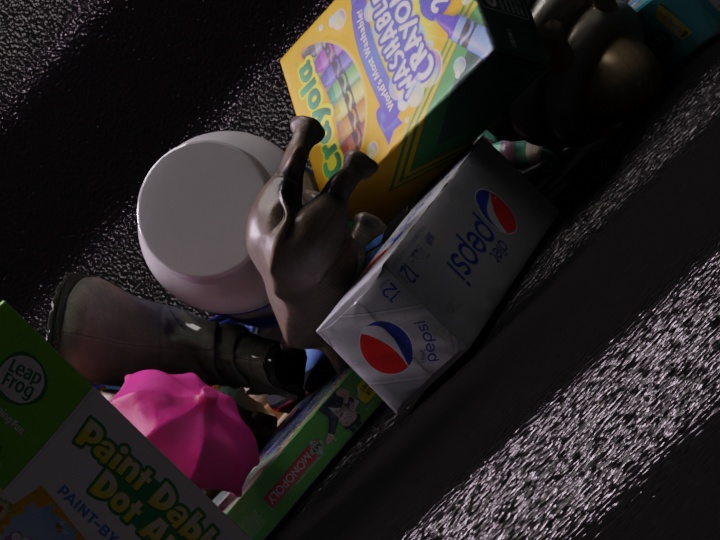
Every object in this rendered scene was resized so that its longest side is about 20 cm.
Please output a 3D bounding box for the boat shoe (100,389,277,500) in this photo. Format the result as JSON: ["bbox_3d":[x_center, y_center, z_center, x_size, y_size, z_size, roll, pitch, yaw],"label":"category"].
[{"bbox_3d":[-0.105,0.115,1.499,0.200,0.071,0.069,22,-103,-64],"label":"boat shoe"}]

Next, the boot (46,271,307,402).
[{"bbox_3d":[-0.107,0.046,1.473,0.200,0.130,0.068,19,-101,-73],"label":"boot"}]

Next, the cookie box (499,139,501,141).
[{"bbox_3d":[0.086,-0.185,1.771,0.075,0.172,0.200,-16,-23,-19],"label":"cookie box"}]

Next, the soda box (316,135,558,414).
[{"bbox_3d":[0.047,-0.001,1.356,0.063,0.068,0.200,-44,4,30],"label":"soda box"}]

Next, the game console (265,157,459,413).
[{"bbox_3d":[0.000,0.000,1.575,0.200,0.031,0.178,-30,43,61],"label":"game console"}]

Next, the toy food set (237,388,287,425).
[{"bbox_3d":[-0.110,0.134,1.741,0.200,0.060,0.143,-48,4,-36],"label":"toy food set"}]

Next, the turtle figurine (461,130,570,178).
[{"bbox_3d":[0.074,-0.069,1.641,0.201,0.100,0.150,-54,0,-6],"label":"turtle figurine"}]

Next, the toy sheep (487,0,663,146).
[{"bbox_3d":[0.107,-0.147,1.521,0.138,0.199,0.139,-33,-42,-37],"label":"toy sheep"}]

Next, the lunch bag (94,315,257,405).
[{"bbox_3d":[-0.144,0.123,1.865,0.200,0.094,0.151,-35,-31,-37],"label":"lunch bag"}]

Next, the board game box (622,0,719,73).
[{"bbox_3d":[0.226,-0.192,1.593,0.151,0.047,0.200,-48,4,-22],"label":"board game box"}]

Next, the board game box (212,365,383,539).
[{"bbox_3d":[-0.066,0.140,1.422,0.200,0.029,0.135,-48,4,-27],"label":"board game box"}]

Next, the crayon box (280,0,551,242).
[{"bbox_3d":[0.021,-0.117,1.454,0.051,0.126,0.200,11,-41,-38],"label":"crayon box"}]

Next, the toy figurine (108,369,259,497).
[{"bbox_3d":[-0.141,0.139,1.372,0.183,0.151,0.200,-33,-22,-5],"label":"toy figurine"}]

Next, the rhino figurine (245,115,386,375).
[{"bbox_3d":[-0.025,-0.001,1.376,0.200,0.059,0.088,78,-146,-62],"label":"rhino figurine"}]

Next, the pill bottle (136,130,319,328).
[{"bbox_3d":[-0.075,-0.026,1.477,0.112,0.112,0.200,-45,-12,4],"label":"pill bottle"}]

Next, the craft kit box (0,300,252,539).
[{"bbox_3d":[-0.182,0.155,1.237,0.198,0.200,0.049,-47,4,-10],"label":"craft kit box"}]
